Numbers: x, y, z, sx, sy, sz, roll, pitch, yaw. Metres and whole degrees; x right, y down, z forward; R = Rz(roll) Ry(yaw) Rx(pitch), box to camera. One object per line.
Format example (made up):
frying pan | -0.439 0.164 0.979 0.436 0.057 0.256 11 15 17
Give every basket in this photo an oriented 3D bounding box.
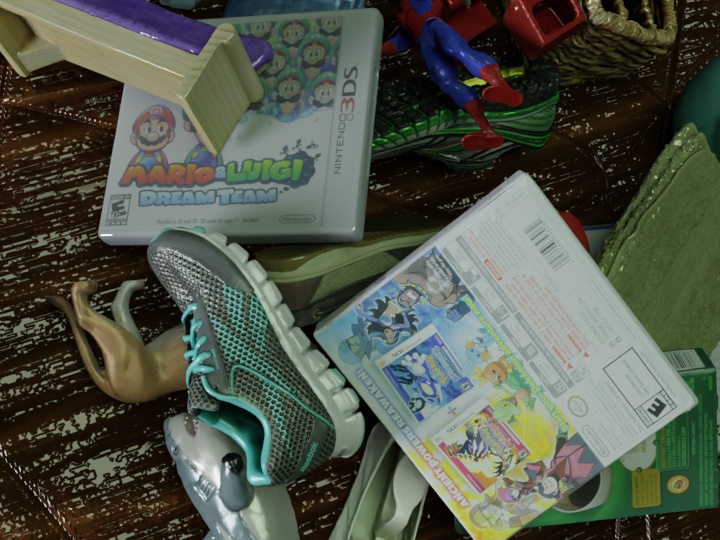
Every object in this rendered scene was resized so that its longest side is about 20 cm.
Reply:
basket | 0.204 -0.273 1.000 0.143 0.149 0.200 -8 77 -18

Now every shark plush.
shark plush | -0.082 0.195 0.846 0.083 0.091 0.200 -12 103 23

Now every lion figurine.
lion figurine | -0.126 0.062 0.867 0.200 0.072 0.123 -6 87 -3

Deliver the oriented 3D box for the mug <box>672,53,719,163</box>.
mug | 0.362 -0.118 1.021 0.185 0.114 0.152 7 68 -21

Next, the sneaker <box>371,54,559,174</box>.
sneaker | 0.067 -0.109 0.955 0.200 0.085 0.078 -11 36 -3

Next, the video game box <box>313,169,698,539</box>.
video game box | 0.099 0.064 0.813 0.182 0.047 0.200 -37 96 4

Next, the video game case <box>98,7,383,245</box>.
video game case | -0.088 -0.107 0.873 0.200 0.024 0.182 0 70 16

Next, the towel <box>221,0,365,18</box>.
towel | -0.071 -0.141 0.927 0.112 0.049 0.200 13 73 5

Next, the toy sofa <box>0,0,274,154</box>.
toy sofa | -0.168 -0.172 0.856 0.200 0.083 0.098 24 73 20

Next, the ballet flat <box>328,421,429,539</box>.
ballet flat | 0.014 0.198 0.866 0.069 0.069 0.200 20 72 -11

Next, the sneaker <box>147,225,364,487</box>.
sneaker | -0.086 0.057 0.782 0.091 0.078 0.200 -33 77 -37

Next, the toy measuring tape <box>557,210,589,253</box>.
toy measuring tape | 0.162 0.015 0.925 0.074 0.074 0.200 -39 103 -21

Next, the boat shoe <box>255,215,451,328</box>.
boat shoe | 0.000 0.000 0.895 0.201 0.072 0.066 -15 108 -48

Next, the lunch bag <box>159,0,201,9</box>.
lunch bag | -0.113 -0.319 0.908 0.127 0.170 0.200 8 71 -18

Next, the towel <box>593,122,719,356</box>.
towel | 0.248 -0.002 0.927 0.148 0.036 0.200 51 60 -25

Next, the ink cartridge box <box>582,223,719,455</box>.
ink cartridge box | 0.234 0.061 0.979 0.197 0.047 0.200 -5 75 -15

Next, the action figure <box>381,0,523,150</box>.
action figure | 0.039 -0.177 0.903 0.099 0.065 0.200 5 39 -26

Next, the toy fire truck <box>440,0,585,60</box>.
toy fire truck | 0.082 -0.245 0.959 0.049 0.141 0.200 -35 87 -22

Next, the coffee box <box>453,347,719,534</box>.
coffee box | 0.162 0.127 0.878 0.200 0.044 0.123 -8 112 3
